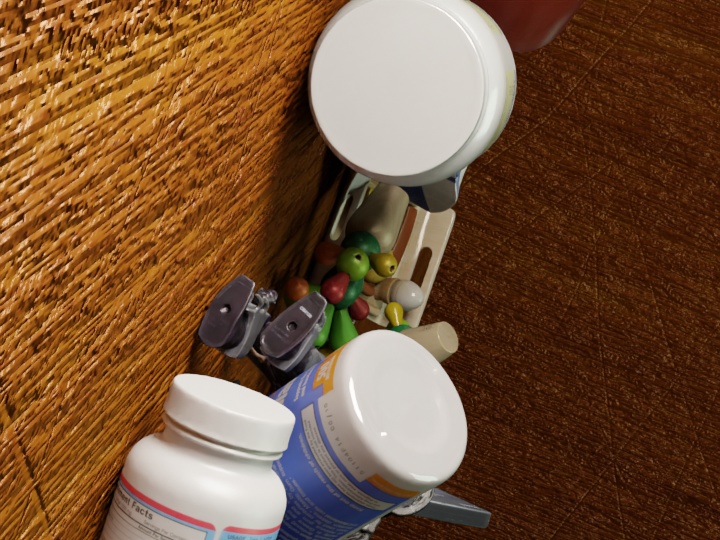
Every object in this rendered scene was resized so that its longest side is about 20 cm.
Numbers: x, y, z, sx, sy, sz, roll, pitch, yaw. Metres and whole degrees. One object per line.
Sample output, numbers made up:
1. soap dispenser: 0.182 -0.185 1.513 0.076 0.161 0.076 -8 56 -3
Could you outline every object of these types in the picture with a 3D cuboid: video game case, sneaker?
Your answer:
1. video game case: 0.002 0.181 1.411 0.143 0.199 0.019 23 88 -56
2. sneaker: 0.085 -0.141 1.458 0.116 0.080 0.200 -60 179 -26

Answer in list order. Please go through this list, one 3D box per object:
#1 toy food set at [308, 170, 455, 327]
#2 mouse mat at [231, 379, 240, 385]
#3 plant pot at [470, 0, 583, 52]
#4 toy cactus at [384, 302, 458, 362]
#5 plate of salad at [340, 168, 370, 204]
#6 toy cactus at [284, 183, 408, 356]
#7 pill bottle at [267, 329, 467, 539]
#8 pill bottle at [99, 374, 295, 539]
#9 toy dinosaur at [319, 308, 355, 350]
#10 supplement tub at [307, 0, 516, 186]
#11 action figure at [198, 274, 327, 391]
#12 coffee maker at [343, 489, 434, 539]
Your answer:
1. toy food set: 0.029 -0.025 1.605 0.200 0.060 0.145 32 76 -60
2. mouse mat: -0.137 0.168 1.238 0.200 0.007 0.162 -4 114 -83
3. plant pot: 0.151 -0.309 1.432 0.196 0.199 0.202 115 -1 -63
4. toy cactus: 0.019 0.082 1.517 0.164 0.103 0.200 -26 -179 35
5. plate of salad: 0.021 -0.153 1.436 0.201 0.048 0.200 -61 -179 3
6. toy cactus: 0.000 0.000 1.403 0.166 0.102 0.200 -61 168 -18
7. pill bottle: -0.031 0.131 1.090 0.200 0.112 0.112 -35 -162 38
8. pill bottle: -0.111 0.174 1.009 0.109 0.108 0.202 -24 134 -82
9. toy dinosaur: -0.033 0.104 1.708 0.200 0.105 0.182 -45 174 -24
10. supplement tub: 0.040 -0.139 1.182 0.200 0.144 0.146 -39 149 -78
11. action figure: -0.050 0.060 1.171 0.070 0.129 0.200 -59 164 -9
12. coffee maker: -0.051 0.223 1.273 0.200 0.190 0.136 104 -8 -60
